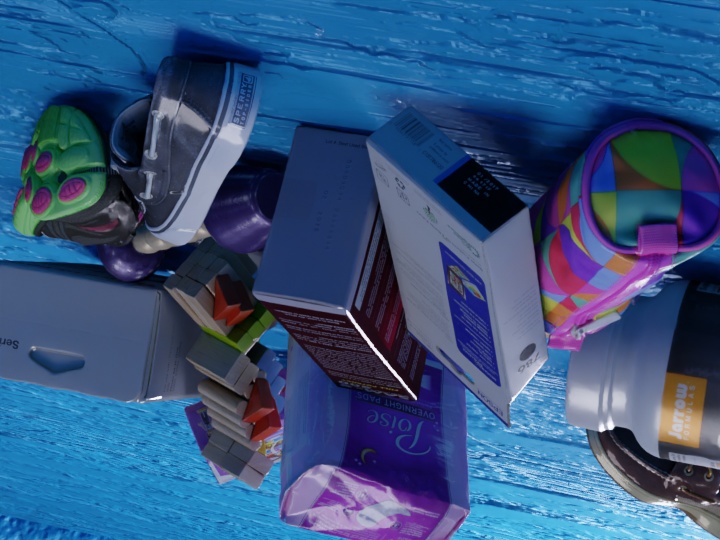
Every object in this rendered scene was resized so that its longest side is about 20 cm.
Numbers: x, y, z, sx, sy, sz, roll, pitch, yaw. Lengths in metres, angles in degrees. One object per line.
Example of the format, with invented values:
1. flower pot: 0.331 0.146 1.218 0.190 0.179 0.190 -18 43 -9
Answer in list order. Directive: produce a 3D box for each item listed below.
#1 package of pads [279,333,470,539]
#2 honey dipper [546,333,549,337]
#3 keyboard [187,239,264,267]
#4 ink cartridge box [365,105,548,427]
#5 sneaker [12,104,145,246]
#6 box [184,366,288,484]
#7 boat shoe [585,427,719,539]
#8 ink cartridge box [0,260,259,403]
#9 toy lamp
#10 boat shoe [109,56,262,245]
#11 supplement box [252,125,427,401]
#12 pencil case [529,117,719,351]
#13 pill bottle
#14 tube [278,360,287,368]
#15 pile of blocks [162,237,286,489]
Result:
1. package of pads: 0.009 0.088 1.411 0.120 0.200 0.076 17 136 -16
2. honey dipper: 0.167 0.054 1.453 0.200 0.038 0.038 16 165 -3
3. keyboard: -0.080 -0.018 1.469 0.200 0.011 0.056 19 159 -19
4. ink cartridge box: 0.058 0.002 1.182 0.099 0.039 0.200 43 161 29
5. sneaker: -0.169 -0.057 1.305 0.084 0.077 0.200 10 176 -13
6. box: -0.028 0.098 1.577 0.200 0.039 0.137 -21 165 -4
7. boat shoe: 0.273 0.160 1.707 0.200 0.072 0.072 33 128 -24
8. ink cartridge box: -0.175 0.044 1.523 0.145 0.088 0.200 8 -177 19
9. toy lamp: -0.105 -0.030 1.342 0.058 0.058 0.200 22 159 -29
10. boat shoe: -0.111 -0.070 1.186 0.068 0.072 0.200 15 162 -11
11. supplement box: 0.000 0.000 1.270 0.061 0.109 0.200 9 163 18
12. pencil case: 0.136 -0.017 1.140 0.088 0.088 0.200 15 164 -3
13. pill bottle: 0.235 0.068 1.295 0.200 0.116 0.116 9 164 14
14. tube: -0.002 0.097 1.750 0.200 0.050 0.077 5 156 48
15. pile of blocks: -0.073 0.068 1.440 0.062 0.082 0.200 26 135 44
